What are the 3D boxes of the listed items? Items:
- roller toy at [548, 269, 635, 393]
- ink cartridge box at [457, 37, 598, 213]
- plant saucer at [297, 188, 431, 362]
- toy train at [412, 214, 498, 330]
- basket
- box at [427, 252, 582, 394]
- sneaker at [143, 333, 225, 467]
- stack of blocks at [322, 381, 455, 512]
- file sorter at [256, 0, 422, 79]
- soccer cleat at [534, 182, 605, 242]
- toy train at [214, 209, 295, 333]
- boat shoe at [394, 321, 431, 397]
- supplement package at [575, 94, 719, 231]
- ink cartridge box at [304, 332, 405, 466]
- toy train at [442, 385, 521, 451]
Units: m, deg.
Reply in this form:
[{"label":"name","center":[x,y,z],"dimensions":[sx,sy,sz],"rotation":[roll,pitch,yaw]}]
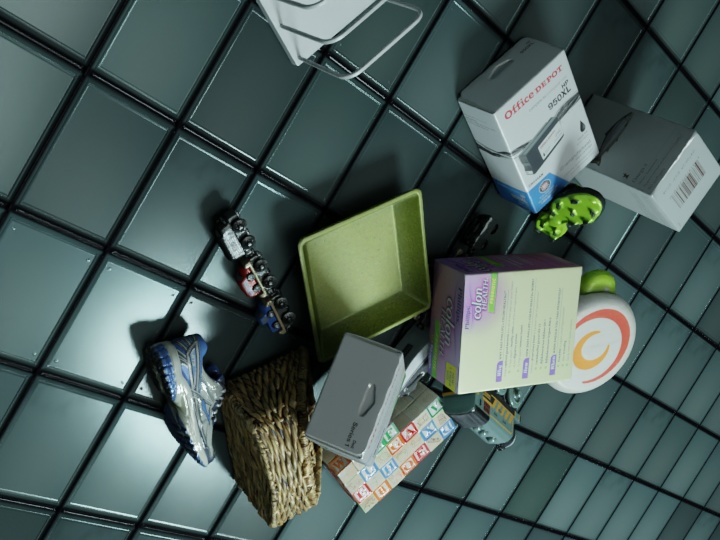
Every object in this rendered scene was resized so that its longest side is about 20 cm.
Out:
[{"label":"roller toy","center":[0.344,0.097,1.530],"dimensions":[0.200,0.140,0.183],"rotation":[-40,125,-3]},{"label":"ink cartridge box","center":[0.245,-0.207,1.330],"dimensions":[0.145,0.084,0.200],"rotation":[-43,131,-11]},{"label":"plant saucer","center":[0.000,0.000,1.278],"dimensions":[0.199,0.048,0.201],"rotation":[-25,126,-25]},{"label":"toy train","center":[0.139,0.001,1.387],"dimensions":[0.034,0.046,0.201],"rotation":[34,89,-27]},{"label":"basket","center":[-0.093,0.231,1.265],"dimensions":[0.148,0.143,0.201],"rotation":[-22,125,-26]},{"label":"box","center":[0.210,0.073,1.358],"dimensions":[0.199,0.097,0.177],"rotation":[-4,105,-24]},{"label":"sneaker","center":[-0.207,0.168,1.193],"dimensions":[0.085,0.077,0.201],"rotation":[-29,128,-28]},{"label":"stack of blocks","center":[0.044,0.266,1.444],"dimensions":[0.200,0.058,0.115],"rotation":[-40,131,-13]},{"label":"file sorter","center":[-0.040,-0.336,1.019],"dimensions":[0.139,0.124,0.200],"rotation":[-43,131,-12]},{"label":"soccer cleat","center":[0.320,-0.102,1.398],"dimensions":[0.067,0.200,0.081],"rotation":[33,77,-3]},{"label":"toy train","center":[-0.136,0.009,1.181],"dimensions":[0.046,0.034,0.201],"rotation":[-32,128,-10]},{"label":"boat shoe","center":[0.062,0.157,1.401],"dimensions":[0.200,0.070,0.066],"rotation":[-48,131,-17]},{"label":"supplement package","center":[0.418,-0.166,1.405],"dimensions":[0.117,0.200,0.117],"rotation":[34,91,-43]},{"label":"ink cartridge box","center":[-0.002,0.178,1.244],"dimensions":[0.200,0.083,0.146],"rotation":[74,37,-75]},{"label":"toy train","center":[0.198,0.212,1.491],"dimensions":[0.200,0.085,0.115],"rotation":[45,45,-44]}]
